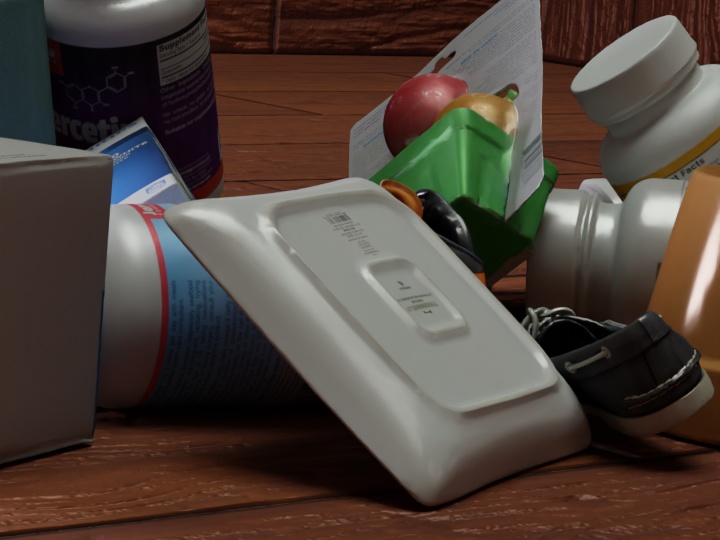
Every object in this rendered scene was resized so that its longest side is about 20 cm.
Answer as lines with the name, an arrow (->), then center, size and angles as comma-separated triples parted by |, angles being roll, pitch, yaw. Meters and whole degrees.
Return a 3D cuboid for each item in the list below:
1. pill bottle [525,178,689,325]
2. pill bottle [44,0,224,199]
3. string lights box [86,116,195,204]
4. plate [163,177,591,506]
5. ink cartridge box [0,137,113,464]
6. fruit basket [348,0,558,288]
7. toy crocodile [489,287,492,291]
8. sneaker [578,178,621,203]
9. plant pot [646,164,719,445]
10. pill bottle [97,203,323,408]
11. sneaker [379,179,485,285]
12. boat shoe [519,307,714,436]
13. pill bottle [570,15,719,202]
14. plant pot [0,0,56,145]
pill bottle -> 0.206, 0.002, 1.714 | 0.199, 0.115, 0.114 | 6, 9, 10
pill bottle -> -0.150, -0.128, 1.764 | 0.112, 0.201, 0.113 | -4, 32, 2
string lights box -> -0.118, -0.017, 1.639 | 0.059, 0.103, 0.200 | -32, 18, -1
plate -> 0.019, 0.023, 1.394 | 0.200, 0.032, 0.199 | 47, 25, 16
ink cartridge box -> -0.245, 0.006, 1.354 | 0.199, 0.148, 0.144 | 9, 10, 29
fruit basket -> 0.056, -0.069, 1.732 | 0.094, 0.185, 0.200 | 36, 35, -23
toy crocodile -> 0.044, 0.000, 1.867 | 0.067, 0.062, 0.200 | 3, 13, -13
sneaker -> 0.240, -0.018, 1.996 | 0.118, 0.074, 0.200 | -7, 22, -23
plant pot -> 0.249, 0.017, 1.554 | 0.199, 0.141, 0.200 | 4, 8, -1
pill bottle -> -0.094, 0.019, 1.476 | 0.199, 0.109, 0.109 | 0, 10, -27
sneaker -> 0.000, 0.000, 1.632 | 0.199, 0.113, 0.077 | 10, 10, 38
boat shoe -> 0.120, 0.040, 1.493 | 0.073, 0.063, 0.200 | -35, 18, -17
pill bottle -> 0.227, -0.062, 1.811 | 0.113, 0.200, 0.113 | -34, 14, 10
plant pot -> -0.267, -0.076, 1.688 | 0.199, 0.197, 0.200 | 1, 10, 0
